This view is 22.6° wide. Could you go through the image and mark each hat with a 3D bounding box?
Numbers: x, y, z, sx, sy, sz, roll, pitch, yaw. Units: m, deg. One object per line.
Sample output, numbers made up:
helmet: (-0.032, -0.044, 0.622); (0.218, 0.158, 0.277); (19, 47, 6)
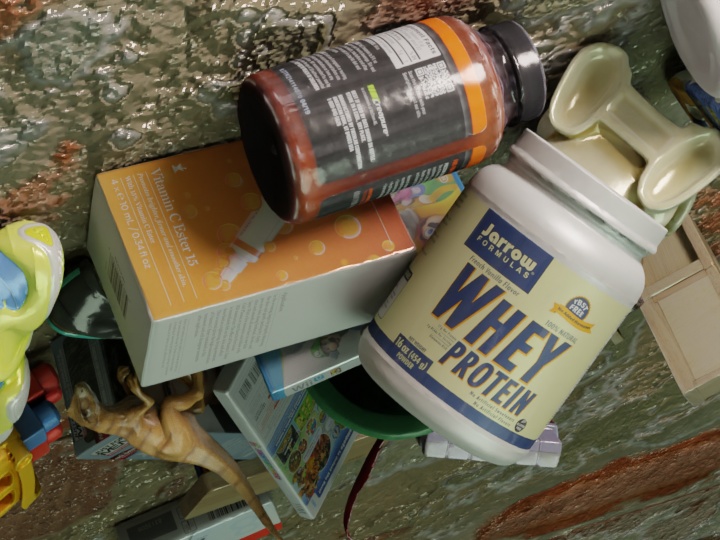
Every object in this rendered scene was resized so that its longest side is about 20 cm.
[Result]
hat: (0.015, 0.085, 1.516); (0.200, 0.166, 0.176); (-41, 169, -16)

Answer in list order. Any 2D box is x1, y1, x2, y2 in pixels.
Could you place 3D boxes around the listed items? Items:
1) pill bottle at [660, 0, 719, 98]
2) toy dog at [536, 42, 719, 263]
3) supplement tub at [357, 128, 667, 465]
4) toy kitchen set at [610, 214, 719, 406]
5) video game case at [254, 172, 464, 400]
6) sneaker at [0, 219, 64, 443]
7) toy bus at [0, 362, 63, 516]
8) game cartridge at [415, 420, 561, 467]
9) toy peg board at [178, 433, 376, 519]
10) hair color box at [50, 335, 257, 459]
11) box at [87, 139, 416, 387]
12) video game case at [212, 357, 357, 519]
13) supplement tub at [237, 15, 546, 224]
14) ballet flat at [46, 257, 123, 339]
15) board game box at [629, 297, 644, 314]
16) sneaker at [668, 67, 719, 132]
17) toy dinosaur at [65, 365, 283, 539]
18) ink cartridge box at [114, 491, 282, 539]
pill bottle: (0.324, -0.211, 1.294); (0.199, 0.112, 0.111); (-24, 155, -3)
toy dog: (0.193, -0.053, 1.430); (0.195, 0.139, 0.200); (-56, 169, -8)
supplement tub: (0.107, 0.018, 1.258); (0.201, 0.145, 0.145); (-55, 149, 7)
toy kitchen set: (0.293, 0.072, 1.738); (0.162, 0.181, 0.200); (-29, 151, 12)
video game case: (0.000, 0.000, 1.371); (0.199, 0.144, 0.018); (-23, 149, -4)
sneaker: (-0.283, 0.044, 1.280); (0.104, 0.076, 0.201); (4, 125, -28)
toy bus: (-0.315, 0.157, 1.434); (0.191, 0.136, 0.200); (-33, 161, -22)
game cartridge: (0.105, 0.129, 1.666); (0.128, 0.039, 0.200); (2, -166, -9)
toy peg board: (-0.075, 0.141, 1.671); (0.199, 0.099, 0.199); (-17, 170, -16)
hair color box: (-0.150, 0.098, 1.471); (0.060, 0.100, 0.199); (-31, 157, 35)
box: (-0.080, -0.016, 1.289); (0.199, 0.125, 0.098); (-16, 153, -21)
video game case: (-0.048, 0.096, 1.492); (0.018, 0.144, 0.200); (11, 149, 30)
supplement tub: (0.024, -0.108, 1.224); (0.199, 0.107, 0.107); (-18, 155, -17)
ballet flat: (-0.148, 0.024, 1.381); (0.199, 0.068, 0.069); (5, 130, -47)
board game box: (0.123, 0.022, 1.583); (0.159, 0.097, 0.199); (-38, 152, 27)
sneaker: (0.298, -0.141, 1.383); (0.088, 0.075, 0.200); (-34, -163, 7)
toy dinosaur: (-0.139, 0.124, 1.381); (0.199, 0.107, 0.060); (29, 153, -25)
ink cartridge box: (-0.160, 0.287, 1.903); (0.159, 0.048, 0.200); (-23, 153, -5)
